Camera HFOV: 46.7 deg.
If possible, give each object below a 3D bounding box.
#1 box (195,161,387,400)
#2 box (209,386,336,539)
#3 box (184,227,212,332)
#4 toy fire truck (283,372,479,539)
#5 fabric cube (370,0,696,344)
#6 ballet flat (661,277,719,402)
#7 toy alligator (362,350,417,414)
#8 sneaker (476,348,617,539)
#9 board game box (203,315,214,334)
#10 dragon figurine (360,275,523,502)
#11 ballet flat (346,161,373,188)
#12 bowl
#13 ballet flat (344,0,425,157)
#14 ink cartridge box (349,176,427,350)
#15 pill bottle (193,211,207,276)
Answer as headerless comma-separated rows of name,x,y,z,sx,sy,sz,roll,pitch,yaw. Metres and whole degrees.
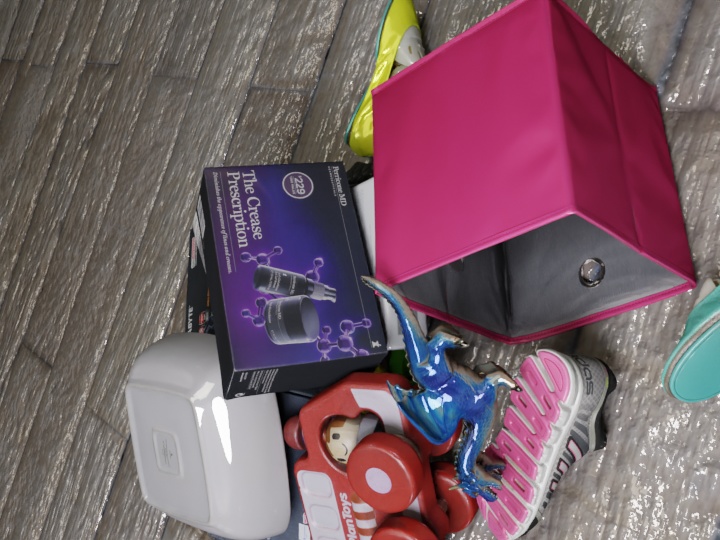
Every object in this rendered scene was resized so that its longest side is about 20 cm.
box,-0.068,0.005,0.773,0.079,0.139,0.202,122,140,-58
box,-0.090,0.203,0.879,0.156,0.051,0.203,10,107,28
box,-0.174,0.018,1.133,0.158,0.046,0.202,-20,62,40
toy fire truck,0.006,0.189,0.762,0.166,0.112,0.202,-3,110,31
fabric cube,0.142,-0.073,0.720,0.195,0.199,0.202,-24,57,40
ballet flat,0.300,0.016,0.627,0.200,0.067,0.071,-50,21,22
toy alligator,0.015,0.162,0.867,0.054,0.059,0.201,41,108,46
sneaker,0.162,0.150,0.710,0.074,0.087,0.202,48,134,47
board game box,-0.167,0.174,0.989,0.135,0.034,0.201,45,120,36
dragon figurine,0.058,0.098,0.659,0.100,0.199,0.059,-50,12,3
ballet flat,0.049,-0.116,0.934,0.199,0.066,0.057,-8,58,43
bowl,-0.164,0.168,0.831,0.198,0.074,0.203,1,101,45
ballet flat,0.044,-0.228,0.993,0.066,0.067,0.202,21,94,27
ink cartridge box,0.000,0.000,0.852,0.200,0.056,0.165,164,104,-69
pill bottle,-0.109,0.002,0.900,0.113,0.112,0.201,-49,41,22
